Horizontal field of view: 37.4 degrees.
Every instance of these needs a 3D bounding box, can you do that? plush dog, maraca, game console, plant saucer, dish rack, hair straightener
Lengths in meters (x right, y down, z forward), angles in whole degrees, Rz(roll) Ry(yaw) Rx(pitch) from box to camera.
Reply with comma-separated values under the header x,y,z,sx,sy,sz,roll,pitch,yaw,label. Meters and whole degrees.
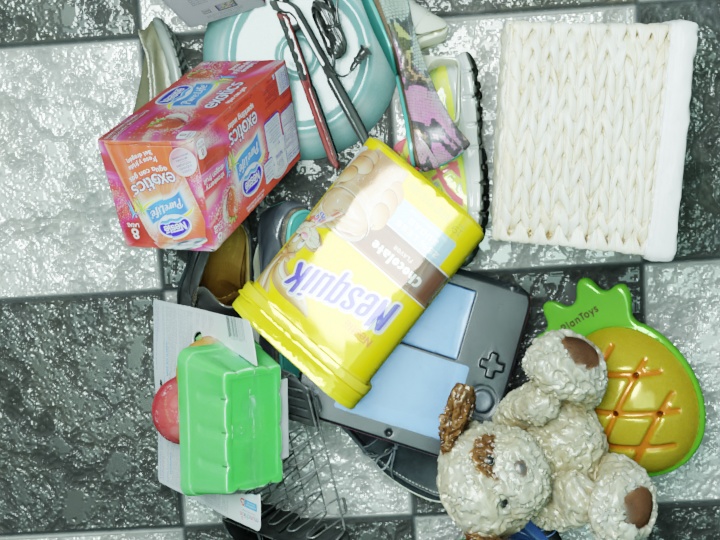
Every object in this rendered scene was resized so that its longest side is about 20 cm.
x,y,z,sx,sy,sz,roll,pitch,yaw,label
0.146,0.175,0.971,0.169,0.160,0.203,-16,80,-21,plush dog
0.252,0.106,1.040,0.136,0.107,0.202,-36,81,29,maraca
0.050,0.077,1.028,0.196,0.031,0.180,17,91,-1,game console
-0.059,-0.209,1.037,0.196,0.036,0.204,0,99,1,plant saucer
-0.086,0.187,1.041,0.152,0.054,0.204,7,116,41,dish rack
-0.027,-0.203,1.005,0.076,0.041,0.203,-20,93,5,hair straightener

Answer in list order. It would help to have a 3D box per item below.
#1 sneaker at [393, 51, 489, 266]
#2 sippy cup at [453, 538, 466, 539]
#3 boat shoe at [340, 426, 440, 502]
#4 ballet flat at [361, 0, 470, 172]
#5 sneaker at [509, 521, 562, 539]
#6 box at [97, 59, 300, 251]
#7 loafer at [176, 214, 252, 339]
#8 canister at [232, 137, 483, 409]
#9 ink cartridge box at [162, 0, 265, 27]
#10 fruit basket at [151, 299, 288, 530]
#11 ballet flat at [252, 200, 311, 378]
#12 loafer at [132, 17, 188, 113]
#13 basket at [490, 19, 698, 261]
x,y,z,sx,sy,sz,roll,pitch,yaw,label
0.078,-0.104,1.035,0.088,0.078,0.204,-5,93,11,sneaker
0.117,0.363,1.047,0.176,0.131,0.140,32,124,-5,sippy cup
0.029,0.165,1.077,0.075,0.062,0.200,-45,95,6,boat shoe
0.054,-0.190,0.978,0.070,0.069,0.203,-17,74,3,ballet flat
0.169,0.247,1.082,0.069,0.078,0.201,-13,124,38,sneaker
-0.135,-0.108,0.945,0.094,0.201,0.101,2,120,20,box
-0.138,0.019,1.034,0.071,0.072,0.203,-7,120,-18,loafer
0.000,0.000,0.971,0.148,0.087,0.201,39,91,8,canister
-0.160,-0.340,0.934,0.082,0.176,0.204,-15,88,6,ink cartridge box
-0.143,0.128,1.000,0.092,0.199,0.189,-4,96,-31,fruit basket
-0.078,0.030,1.063,0.071,0.073,0.204,1,102,2,ballet flat
-0.197,-0.140,1.032,0.068,0.075,0.204,-6,99,-1,loafer
0.201,-0.121,0.963,0.157,0.198,0.204,3,99,6,basket
